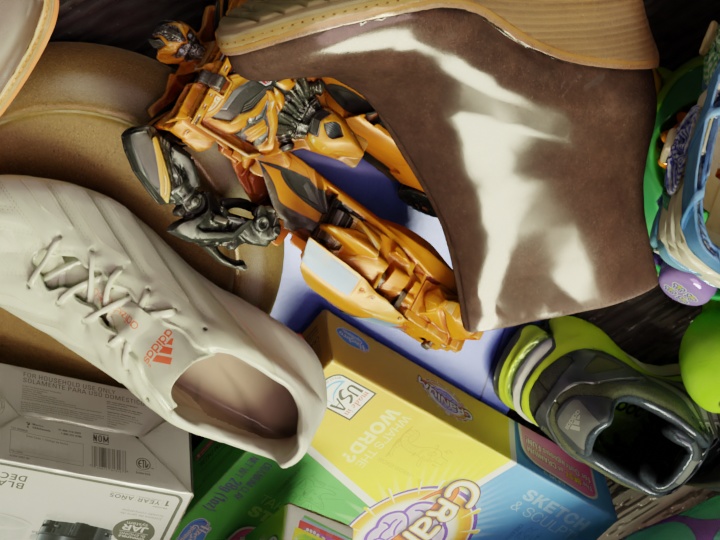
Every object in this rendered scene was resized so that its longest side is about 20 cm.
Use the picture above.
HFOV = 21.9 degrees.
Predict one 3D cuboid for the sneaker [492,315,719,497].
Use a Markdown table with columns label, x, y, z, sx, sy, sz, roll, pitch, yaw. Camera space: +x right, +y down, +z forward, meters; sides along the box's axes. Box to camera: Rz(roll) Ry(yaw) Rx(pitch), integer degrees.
| label | x | y | z | sx | sy | sz | roll | pitch | yaw |
| --- | --- | --- | --- | --- | --- | --- | --- | --- | --- |
| sneaker | 0.160 | 0.090 | 0.980 | 0.199 | 0.081 | 0.074 | 16 | 114 | -34 |

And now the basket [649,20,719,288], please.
| label | x | y | z | sx | sy | sz | roll | pitch | yaw |
| --- | --- | --- | --- | --- | --- | --- | --- | --- | --- |
| basket | 0.206 | -0.051 | 0.761 | 0.138 | 0.200 | 0.178 | 25 | 79 | -16 |

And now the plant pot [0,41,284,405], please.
| label | x | y | z | sx | sy | sz | roll | pitch | yaw |
| --- | --- | --- | --- | --- | --- | --- | --- | --- | --- |
| plant pot | -0.135 | -0.008 | 0.880 | 0.198 | 0.028 | 0.202 | 0 | 114 | -1 |

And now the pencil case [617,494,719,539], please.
| label | x | y | z | sx | sy | sz | roll | pitch | yaw |
| --- | --- | --- | --- | --- | --- | --- | --- | --- | --- |
| pencil case | 0.142 | 0.175 | 0.960 | 0.198 | 0.092 | 0.086 | -23 | 102 | 0 |

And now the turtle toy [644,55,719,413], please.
| label | x | y | z | sx | sy | sz | roll | pitch | yaw |
| --- | --- | --- | --- | --- | --- | --- | --- | --- | --- |
| turtle toy | 0.192 | -0.022 | 0.925 | 0.144 | 0.101 | 0.202 | -7 | 119 | -9 |

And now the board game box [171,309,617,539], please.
| label | x | y | z | sx | sy | sz | roll | pitch | yaw |
| --- | --- | --- | --- | --- | --- | --- | --- | --- | --- |
| board game box | 0.013 | 0.125 | 0.977 | 0.199 | 0.041 | 0.153 | 30 | 117 | -27 |

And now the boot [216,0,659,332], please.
| label | x | y | z | sx | sy | sz | roll | pitch | yaw |
| --- | --- | --- | --- | --- | --- | --- | --- | --- | --- |
| boot | 0.041 | -0.050 | 0.808 | 0.198 | 0.072 | 0.168 | -10 | 108 | -16 |

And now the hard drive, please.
| label | x | y | z | sx | sy | sz | roll | pitch | yaw |
| --- | --- | --- | --- | --- | --- | --- | --- | --- | --- |
| hard drive | 0.000 | 0.000 | 0.936 | 0.198 | 0.025 | 0.133 | 10 | 115 | -18 |

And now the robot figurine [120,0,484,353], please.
| label | x | y | z | sx | sy | sz | roll | pitch | yaw |
| --- | --- | --- | --- | --- | --- | --- | --- | --- | --- |
| robot figurine | -0.010 | -0.055 | 0.850 | 0.199 | 0.058 | 0.146 | 34 | 74 | -25 |

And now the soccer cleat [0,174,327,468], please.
| label | x | y | z | sx | sy | sz | roll | pitch | yaw |
| --- | --- | --- | --- | --- | --- | --- | --- | --- | --- |
| soccer cleat | -0.100 | 0.021 | 0.836 | 0.199 | 0.078 | 0.070 | 30 | 111 | -14 |

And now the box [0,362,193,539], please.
| label | x | y | z | sx | sy | sz | roll | pitch | yaw |
| --- | --- | --- | --- | --- | --- | --- | --- | --- | --- |
| box | -0.167 | 0.141 | 0.921 | 0.115 | 0.060 | 0.201 | 12 | 130 | -18 |

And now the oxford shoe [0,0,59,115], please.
| label | x | y | z | sx | sy | sz | roll | pitch | yaw |
| --- | --- | --- | --- | --- | --- | --- | --- | --- | --- |
| oxford shoe | -0.217 | -0.072 | 0.808 | 0.199 | 0.073 | 0.072 | -38 | 86 | 8 |

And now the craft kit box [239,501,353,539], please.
| label | x | y | z | sx | sy | sz | roll | pitch | yaw |
| --- | --- | --- | --- | --- | --- | --- | --- | --- | --- |
| craft kit box | -0.079 | 0.241 | 0.903 | 0.048 | 0.202 | 0.197 | 21 | 143 | -22 |
